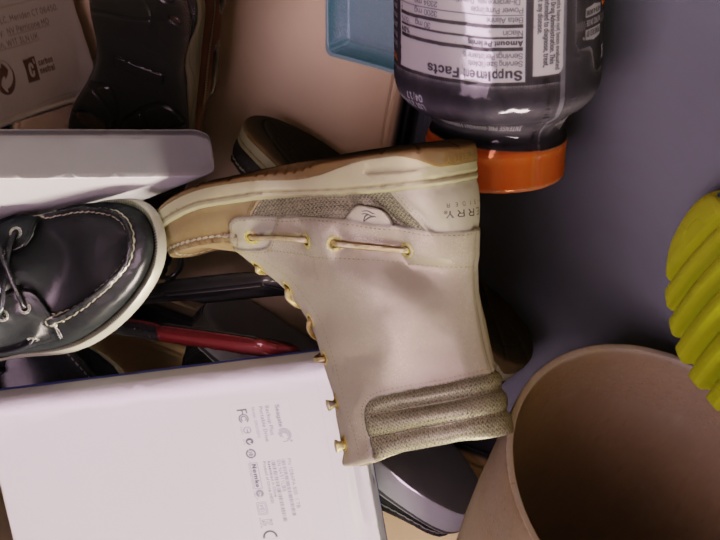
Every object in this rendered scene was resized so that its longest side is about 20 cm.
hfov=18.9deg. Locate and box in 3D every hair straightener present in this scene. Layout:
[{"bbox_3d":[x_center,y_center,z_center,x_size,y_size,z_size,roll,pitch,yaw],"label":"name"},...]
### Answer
[{"bbox_3d":[-0.108,0.004,1.216,0.200,0.041,0.077,4,84,45],"label":"hair straightener"}]

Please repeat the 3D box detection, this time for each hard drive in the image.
[{"bbox_3d":[-0.092,0.116,1.165,0.199,0.025,0.132,-7,108,8],"label":"hard drive"},{"bbox_3d":[-0.185,-0.042,1.160,0.200,0.132,0.027,-16,79,55],"label":"hard drive"}]

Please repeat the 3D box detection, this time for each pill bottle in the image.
[{"bbox_3d":[0.068,-0.141,1.067,0.106,0.106,0.201,9,112,23],"label":"pill bottle"}]

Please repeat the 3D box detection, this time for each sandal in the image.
[{"bbox_3d":[0.220,0.051,1.083,0.079,0.087,0.201,-40,68,58],"label":"sandal"}]

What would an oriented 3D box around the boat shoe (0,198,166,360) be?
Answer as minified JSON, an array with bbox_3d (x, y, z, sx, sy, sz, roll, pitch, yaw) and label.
[{"bbox_3d":[-0.191,0.008,1.144,0.199,0.066,0.075,-14,76,35],"label":"boat shoe"}]

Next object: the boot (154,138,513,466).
[{"bbox_3d":[-0.016,0.022,1.083,0.199,0.072,0.155,-8,93,39],"label":"boot"}]

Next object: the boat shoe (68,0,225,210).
[{"bbox_3d":[-0.107,-0.113,1.182,0.075,0.074,0.200,26,139,6],"label":"boat shoe"}]

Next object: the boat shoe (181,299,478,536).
[{"bbox_3d":[-0.019,0.090,1.219,0.200,0.069,0.057,37,119,18],"label":"boat shoe"}]

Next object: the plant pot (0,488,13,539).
[{"bbox_3d":[-0.192,0.203,1.290,0.134,0.200,0.201,-9,107,-5],"label":"plant pot"}]

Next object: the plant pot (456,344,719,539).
[{"bbox_3d":[0.118,0.171,1.131,0.187,0.187,0.200,41,135,8],"label":"plant pot"}]

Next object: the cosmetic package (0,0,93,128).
[{"bbox_3d":[-0.286,-0.138,1.202,0.199,0.167,0.167,-12,99,30],"label":"cosmetic package"}]

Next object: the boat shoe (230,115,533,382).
[{"bbox_3d":[0.001,0.000,1.171,0.201,0.072,0.066,41,116,2],"label":"boat shoe"}]

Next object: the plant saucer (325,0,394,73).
[{"bbox_3d":[0.009,-0.204,1.112,0.070,0.019,0.201,21,120,45],"label":"plant saucer"}]

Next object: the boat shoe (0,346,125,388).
[{"bbox_3d":[-0.199,0.055,1.226,0.200,0.062,0.075,36,94,29],"label":"boat shoe"}]
